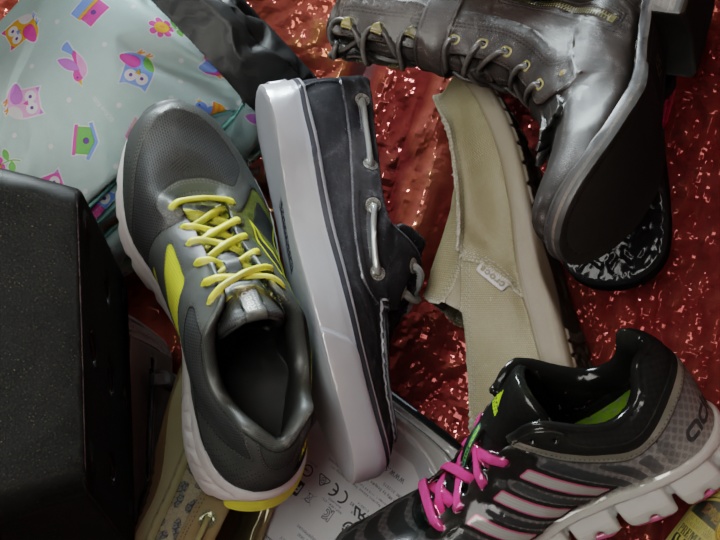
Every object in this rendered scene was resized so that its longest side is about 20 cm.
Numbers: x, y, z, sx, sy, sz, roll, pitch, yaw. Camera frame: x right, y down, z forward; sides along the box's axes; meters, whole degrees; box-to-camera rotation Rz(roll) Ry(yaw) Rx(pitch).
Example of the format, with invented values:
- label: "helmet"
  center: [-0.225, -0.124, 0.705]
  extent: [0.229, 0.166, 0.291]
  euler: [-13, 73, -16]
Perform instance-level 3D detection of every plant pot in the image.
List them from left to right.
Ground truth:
- label: "plant pot"
  center: [-0.198, 0.053, 0.918]
  extent: [0.177, 0.200, 0.201]
  euler: [-5, 70, 1]

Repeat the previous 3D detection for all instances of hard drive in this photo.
- label: "hard drive"
  center: [-0.024, 0.155, 1.021]
  extent: [0.140, 0.038, 0.200]
  euler: [37, 93, 25]

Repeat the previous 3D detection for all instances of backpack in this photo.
- label: "backpack"
  center: [-0.138, -0.078, 1.066]
  extent: [0.200, 0.127, 0.167]
  euler: [-43, 65, 3]

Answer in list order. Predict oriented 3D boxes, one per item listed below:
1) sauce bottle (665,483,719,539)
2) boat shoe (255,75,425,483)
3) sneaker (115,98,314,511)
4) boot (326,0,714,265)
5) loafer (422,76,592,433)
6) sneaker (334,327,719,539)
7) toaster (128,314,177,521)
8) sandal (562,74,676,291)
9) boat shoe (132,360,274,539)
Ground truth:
- label: "sauce bottle"
  center: [0.173, 0.128, 0.935]
  extent: [0.066, 0.066, 0.200]
  euler: [35, 92, 24]
- label: "boat shoe"
  center: [0.000, 0.000, 0.981]
  extent: [0.068, 0.072, 0.201]
  euler: [-8, 70, -11]
- label: "sneaker"
  center: [-0.058, 0.007, 0.953]
  extent: [0.074, 0.085, 0.201]
  euler: [-13, 77, -21]
- label: "boot"
  center: [0.063, -0.096, 0.965]
  extent: [0.174, 0.069, 0.200]
  euler: [12, 55, 23]
- label: "loafer"
  center: [0.062, -0.004, 1.002]
  extent: [0.068, 0.076, 0.201]
  euler: [-17, 73, 11]
- label: "sneaker"
  center: [0.067, 0.086, 0.925]
  extent: [0.199, 0.088, 0.074]
  euler: [-24, 26, 6]
- label: "toaster"
  center: [-0.187, 0.081, 1.061]
  extent: [0.199, 0.114, 0.130]
  euler: [2, 75, 20]
- label: "sandal"
  center: [0.123, -0.087, 1.015]
  extent: [0.075, 0.045, 0.201]
  euler: [-3, 79, 20]
- label: "boat shoe"
  center: [-0.072, 0.134, 0.984]
  extent: [0.062, 0.073, 0.201]
  euler: [8, 77, 16]
